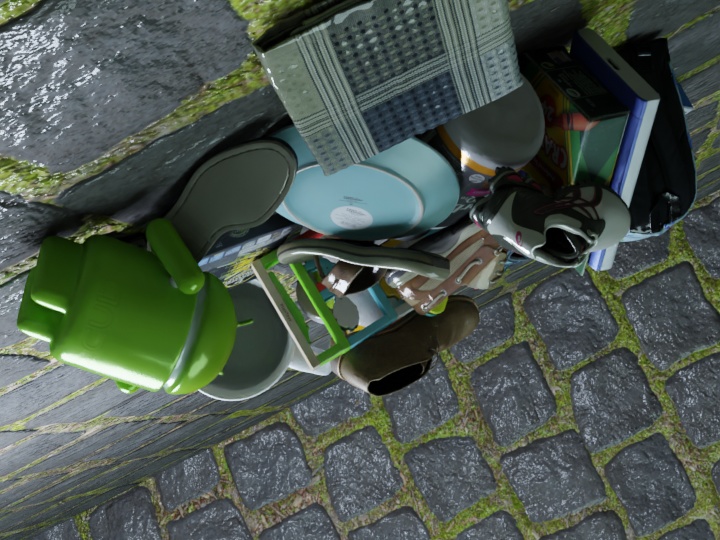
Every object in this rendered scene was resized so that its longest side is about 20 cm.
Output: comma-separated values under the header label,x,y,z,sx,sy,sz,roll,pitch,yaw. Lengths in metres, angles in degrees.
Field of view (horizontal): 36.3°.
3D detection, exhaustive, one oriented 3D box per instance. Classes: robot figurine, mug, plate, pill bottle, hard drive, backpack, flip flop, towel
label,x,y,z,sx,sy,sz,roll,pitch,yaw
robot figurine,-0.198,0.041,0.976,0.197,0.117,0.176,19,130,-21
mug,-0.126,0.087,1.356,0.196,0.150,0.175,18,178,-1
plate,-0.007,-0.071,1.006,0.196,0.026,0.201,5,152,3
pill bottle,0.081,-0.111,1.063,0.115,0.118,0.200,-19,167,-32
hard drive,0.234,-0.120,1.105,0.025,0.133,0.203,-11,133,-18
backpack,0.302,-0.134,1.248,0.161,0.203,0.154,-22,171,-17
flip flop,-0.002,0.000,1.084,0.197,0.059,0.081,8,-174,31
towel,0.029,-0.163,0.835,0.190,0.035,0.200,-24,154,3

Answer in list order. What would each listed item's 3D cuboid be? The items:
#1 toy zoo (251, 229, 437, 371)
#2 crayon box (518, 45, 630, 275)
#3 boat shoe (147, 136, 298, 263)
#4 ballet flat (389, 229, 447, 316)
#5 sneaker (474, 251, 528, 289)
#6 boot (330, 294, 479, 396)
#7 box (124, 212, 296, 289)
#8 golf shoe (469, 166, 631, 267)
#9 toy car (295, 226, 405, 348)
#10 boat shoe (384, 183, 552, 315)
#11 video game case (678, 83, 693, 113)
label,x,y,z,sx,sy,sz,roll,pitch,yaw
toy zoo,0.000,0.000,1.169,0.198,0.132,0.020,-31,169,-13
crayon box,0.196,-0.103,1.104,0.050,0.128,0.203,-13,133,-20
boat shoe,-0.121,-0.068,0.990,0.199,0.073,0.063,-36,-165,38
ballet flat,0.066,-0.040,1.240,0.066,0.202,0.067,18,126,-27
sneaker,0.165,-0.024,1.252,0.094,0.081,0.200,-4,174,15
boot,0.066,0.087,1.204,0.198,0.075,0.075,-21,127,-32
box,-0.177,-0.007,1.145,0.197,0.050,0.161,-22,166,-27
golf shoe,0.188,-0.033,1.004,0.197,0.088,0.078,3,127,-39
toy car,0.014,0.015,1.303,0.148,0.201,0.176,-22,150,-20
boat shoe,0.117,-0.020,1.106,0.198,0.072,0.076,-30,-170,31
video game case,0.336,-0.192,1.478,0.180,0.046,0.199,-33,167,30
